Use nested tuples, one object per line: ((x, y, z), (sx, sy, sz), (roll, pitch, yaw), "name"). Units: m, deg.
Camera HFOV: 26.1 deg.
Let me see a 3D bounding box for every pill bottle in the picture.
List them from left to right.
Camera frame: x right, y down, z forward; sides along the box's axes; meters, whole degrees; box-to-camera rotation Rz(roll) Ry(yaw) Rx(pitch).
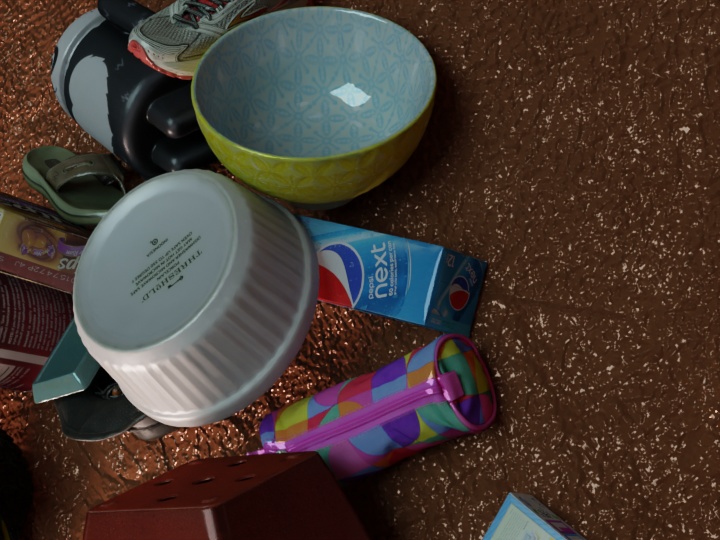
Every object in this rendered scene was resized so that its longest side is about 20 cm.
((-0.341, 0.049, 1.432), (0.112, 0.199, 0.114), (-9, 74, 35), "pill bottle")

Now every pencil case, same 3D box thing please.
((0.010, 0.119, 1.221), (0.199, 0.088, 0.089), (-28, 65, 29), "pencil case")

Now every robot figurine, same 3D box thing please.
((-0.199, -0.161, 1.415), (0.200, 0.124, 0.151), (37, 104, 37), "robot figurine")

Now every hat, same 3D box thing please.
((-0.176, 0.089, 1.358), (0.199, 0.081, 0.202), (-27, 33, 20), "hat")

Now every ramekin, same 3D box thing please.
((-0.138, 0.012, 1.232), (0.201, 0.094, 0.204), (-16, 55, 25), "ramekin")

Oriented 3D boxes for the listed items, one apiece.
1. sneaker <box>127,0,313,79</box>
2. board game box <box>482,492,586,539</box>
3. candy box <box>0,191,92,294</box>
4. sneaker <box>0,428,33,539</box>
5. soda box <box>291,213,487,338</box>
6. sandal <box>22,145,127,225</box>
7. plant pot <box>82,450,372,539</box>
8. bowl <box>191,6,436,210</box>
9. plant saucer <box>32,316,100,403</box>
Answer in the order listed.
((-0.119, -0.230, 1.320), (0.078, 0.200, 0.083), (35, 141, 23), "sneaker")
((0.114, 0.284, 1.134), (0.134, 0.034, 0.201), (37, 103, 37), "board game box")
((-0.308, -0.031, 1.436), (0.200, 0.116, 0.057), (28, 97, 60), "candy box")
((-0.367, 0.245, 1.489), (0.085, 0.078, 0.202), (-15, 72, 35), "sneaker")
((0.000, 0.000, 1.263), (0.199, 0.068, 0.065), (13, 88, 39), "soda box")
((-0.260, -0.088, 1.465), (0.200, 0.079, 0.058), (30, 119, 42), "sandal")
((-0.099, 0.241, 1.172), (0.198, 0.199, 0.178), (-8, 96, 36), "plant pot")
((-0.037, -0.116, 1.276), (0.200, 0.199, 0.108), (43, 149, 35), "bowl")
((-0.230, 0.035, 1.390), (0.069, 0.019, 0.201), (-18, 34, 37), "plant saucer")
